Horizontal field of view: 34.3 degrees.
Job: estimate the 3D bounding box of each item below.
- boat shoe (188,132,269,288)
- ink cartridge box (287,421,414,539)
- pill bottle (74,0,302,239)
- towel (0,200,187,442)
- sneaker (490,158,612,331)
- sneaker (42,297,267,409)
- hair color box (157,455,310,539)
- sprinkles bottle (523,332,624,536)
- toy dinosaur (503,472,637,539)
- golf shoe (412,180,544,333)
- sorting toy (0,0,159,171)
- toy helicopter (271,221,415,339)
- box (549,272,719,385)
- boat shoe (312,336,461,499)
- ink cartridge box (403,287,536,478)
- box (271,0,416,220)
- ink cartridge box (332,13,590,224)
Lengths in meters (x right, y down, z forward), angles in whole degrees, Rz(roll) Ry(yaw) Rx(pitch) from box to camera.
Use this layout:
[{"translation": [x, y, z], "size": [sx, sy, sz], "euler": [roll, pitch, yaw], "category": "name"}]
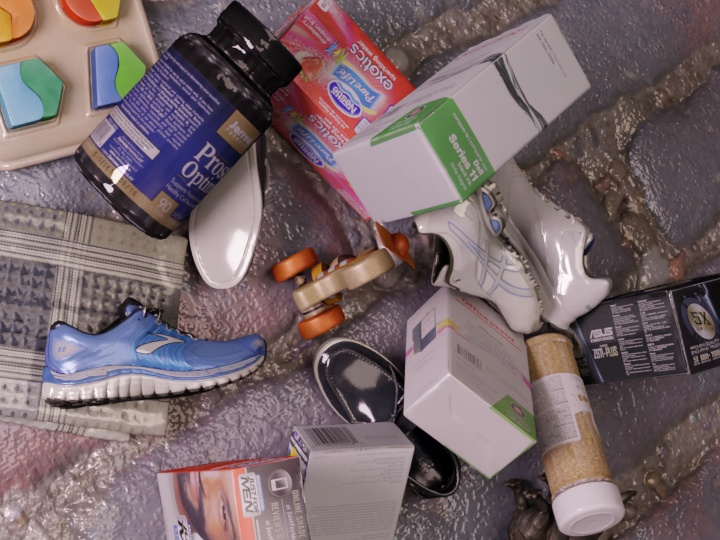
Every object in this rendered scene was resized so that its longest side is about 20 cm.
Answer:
[{"translation": [-0.121, -0.081, 1.103], "size": [0.073, 0.060, 0.203], "euler": [-6, 80, 14], "category": "boat shoe"}, {"translation": [-0.025, 0.242, 1.084], "size": [0.108, 0.050, 0.202], "euler": [1, 112, -28], "category": "ink cartridge box"}, {"translation": [-0.148, -0.135, 1.027], "size": [0.112, 0.112, 0.200], "euler": [43, 92, -14], "category": "pill bottle"}, {"translation": [-0.254, 0.045, 1.029], "size": [0.198, 0.034, 0.195], "euler": [12, 72, -24], "category": "towel"}, {"translation": [0.198, -0.040, 1.232], "size": [0.202, 0.087, 0.074], "euler": [64, 22, 11], "category": "sneaker"}, {"translation": [-0.173, 0.065, 1.002], "size": [0.198, 0.078, 0.090], "euler": [-2, 81, -27], "category": "sneaker"}, {"translation": [-0.107, 0.217, 0.972], "size": [0.063, 0.199, 0.112], "euler": [-6, 82, -29], "category": "hair color box"}, {"translation": [0.208, 0.164, 1.185], "size": [0.067, 0.068, 0.202], "euler": [8, 51, -26], "category": "sprinkles bottle"}, {"translation": [0.202, 0.267, 1.215], "size": [0.198, 0.077, 0.104], "euler": [-10, 97, -35], "category": "toy dinosaur"}, {"translation": [0.113, -0.004, 1.159], "size": [0.097, 0.078, 0.201], "euler": [-34, 119, -9], "category": "golf shoe"}, {"translation": [-0.273, -0.206, 1.059], "size": [0.183, 0.036, 0.202], "euler": [-19, 90, -30], "category": "sorting toy"}, {"translation": [0.000, 0.000, 1.072], "size": [0.131, 0.200, 0.080], "euler": [-26, 93, -12], "category": "toy helicopter"}, {"translation": [0.326, 0.060, 1.237], "size": [0.162, 0.199, 0.087], "euler": [-12, 87, -29], "category": "box"}, {"translation": [0.031, 0.145, 1.134], "size": [0.074, 0.062, 0.201], "euler": [-41, 101, -9], "category": "boat shoe"}, {"translation": [0.106, 0.094, 1.156], "size": [0.117, 0.067, 0.201], "euler": [38, 26, -17], "category": "ink cartridge box"}, {"translation": [-0.015, -0.159, 1.154], "size": [0.200, 0.095, 0.100], "euler": [44, 62, -14], "category": "box"}, {"translation": [0.094, -0.138, 1.071], "size": [0.200, 0.146, 0.084], "euler": [-41, 105, -28], "category": "ink cartridge box"}]
